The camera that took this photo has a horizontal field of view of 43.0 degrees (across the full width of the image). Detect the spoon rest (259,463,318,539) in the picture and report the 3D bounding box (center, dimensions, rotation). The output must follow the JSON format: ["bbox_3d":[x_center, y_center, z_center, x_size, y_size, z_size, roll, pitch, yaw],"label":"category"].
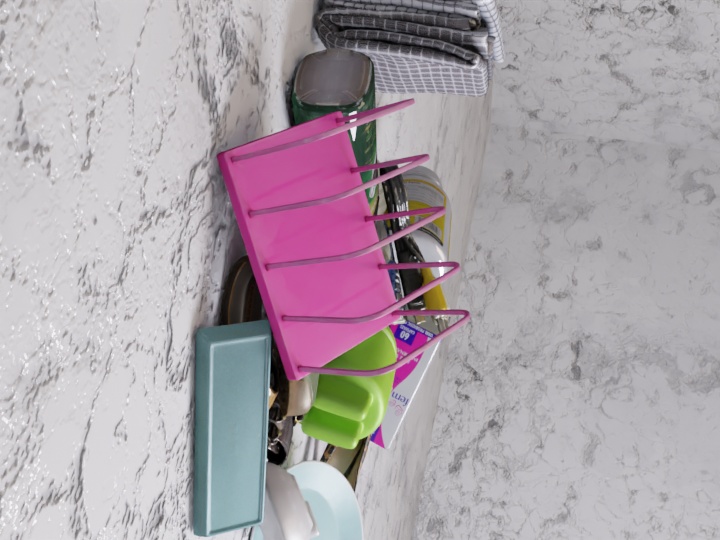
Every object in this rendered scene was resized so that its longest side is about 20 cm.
[{"bbox_3d":[-0.082,0.257,0.946,0.201,0.060,0.101,84,-17,-68],"label":"spoon rest"}]

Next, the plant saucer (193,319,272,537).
[{"bbox_3d":[-0.110,0.143,0.800,0.019,0.069,0.204,33,-56,56],"label":"plant saucer"}]

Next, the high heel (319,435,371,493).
[{"bbox_3d":[-0.028,0.276,1.195,0.144,0.071,0.201,-60,-168,26],"label":"high heel"}]

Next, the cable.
[{"bbox_3d":[0.062,-0.026,1.043,0.097,0.049,0.204,-139,-142,-83],"label":"cable"}]

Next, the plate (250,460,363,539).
[{"bbox_3d":[-0.067,0.329,1.088,0.198,0.025,0.204,9,78,-49],"label":"plate"}]

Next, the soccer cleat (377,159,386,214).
[{"bbox_3d":[-0.010,-0.069,1.160,0.078,0.068,0.203,71,32,-61],"label":"soccer cleat"}]

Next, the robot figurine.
[{"bbox_3d":[-0.016,0.124,1.108,0.201,0.114,0.178,-71,176,-59],"label":"robot figurine"}]

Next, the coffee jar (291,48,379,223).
[{"bbox_3d":[-0.024,-0.128,0.988,0.202,0.084,0.105,86,9,-46],"label":"coffee jar"}]

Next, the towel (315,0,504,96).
[{"bbox_3d":[0.059,-0.254,1.028,0.166,0.196,0.087,39,61,-76],"label":"towel"}]

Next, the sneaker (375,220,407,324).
[{"bbox_3d":[0.000,0.000,1.037,0.201,0.084,0.078,-96,174,-69],"label":"sneaker"}]

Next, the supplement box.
[{"bbox_3d":[0.047,0.150,1.385,0.203,0.100,0.103,-67,173,18],"label":"supplement box"}]

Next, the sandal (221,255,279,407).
[{"bbox_3d":[-0.099,0.090,0.840,0.082,0.054,0.204,8,90,-79],"label":"sandal"}]

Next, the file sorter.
[{"bbox_3d":[-0.004,-0.027,0.768,0.138,0.124,0.203,-27,105,-40],"label":"file sorter"}]

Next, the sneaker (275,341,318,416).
[{"bbox_3d":[-0.033,0.033,0.863,0.067,0.088,0.204,174,-85,-72],"label":"sneaker"}]

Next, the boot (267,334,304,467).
[{"bbox_3d":[-0.075,0.100,0.939,0.201,0.068,0.176,85,16,-57],"label":"boot"}]

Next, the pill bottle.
[{"bbox_3d":[0.070,-0.060,1.262,0.201,0.110,0.114,-78,171,-53],"label":"pill bottle"}]
